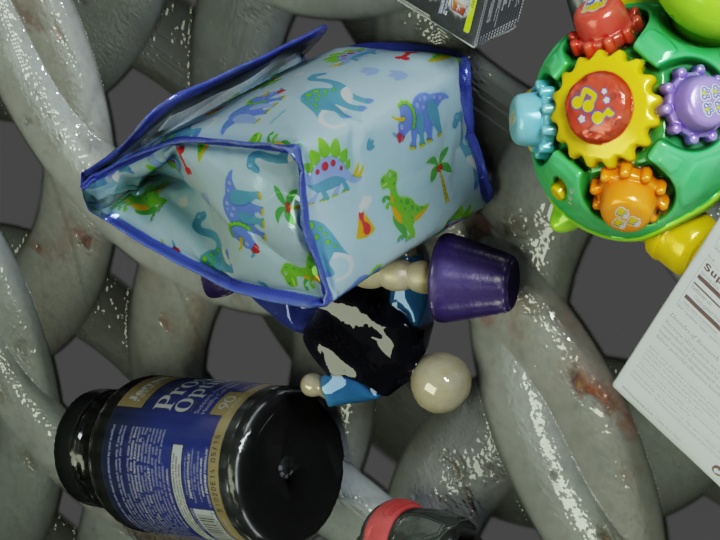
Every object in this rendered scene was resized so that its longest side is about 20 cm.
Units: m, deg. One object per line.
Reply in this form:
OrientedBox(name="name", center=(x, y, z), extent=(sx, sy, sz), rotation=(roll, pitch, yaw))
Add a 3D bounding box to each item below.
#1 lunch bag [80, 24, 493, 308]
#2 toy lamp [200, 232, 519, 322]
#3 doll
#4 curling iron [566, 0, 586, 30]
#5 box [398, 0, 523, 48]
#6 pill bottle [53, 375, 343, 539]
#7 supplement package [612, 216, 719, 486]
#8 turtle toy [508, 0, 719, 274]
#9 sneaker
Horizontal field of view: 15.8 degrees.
OrientedBox(name="lunch bag", center=(-0.049, -0.070, 1.591), extent=(0.199, 0.170, 0.128), rotation=(8, 117, 43))
OrientedBox(name="toy lamp", center=(0.000, 0.000, 1.629), extent=(0.199, 0.058, 0.058), rotation=(4, 117, 16))
OrientedBox(name="doll", center=(-0.007, 0.020, 1.688), extent=(0.200, 0.048, 0.137), rotation=(42, 113, 17))
OrientedBox(name="curling iron", center=(0.135, -0.111, 1.499), extent=(0.049, 0.026, 0.201), rotation=(-5, 108, 42))
OrientedBox(name="box", center=(0.039, -0.253, 1.501), extent=(0.160, 0.044, 0.201), rotation=(33, 131, 26))
OrientedBox(name="pill bottle", center=(-0.117, 0.130, 1.809), extent=(0.199, 0.112, 0.112), rotation=(2, 113, 42))
OrientedBox(name="supplement package", center=(0.243, 0.013, 1.400), extent=(0.109, 0.114, 0.200), rotation=(43, 134, 16))
OrientedBox(name="turtle toy", center=(0.160, -0.102, 1.406), extent=(0.146, 0.101, 0.200), rotation=(42, 106, 25))
OrientedBox(name="sneaker", center=(0.070, 0.245, 1.723), extent=(0.098, 0.071, 0.201), rotation=(-10, 103, 48))
